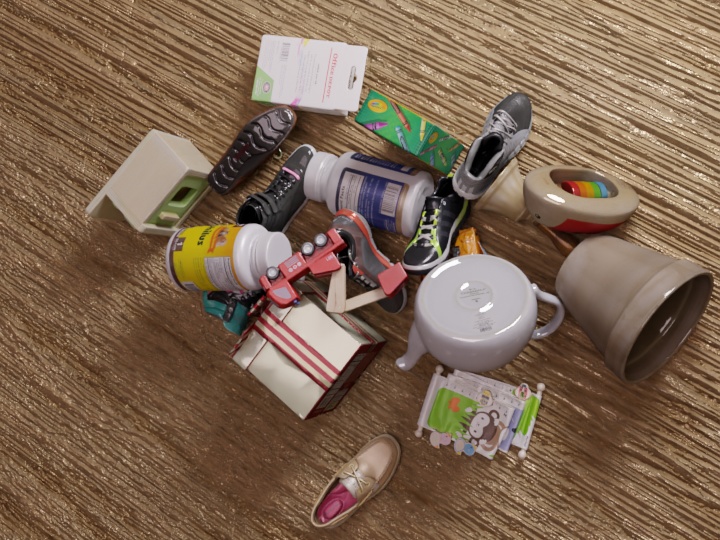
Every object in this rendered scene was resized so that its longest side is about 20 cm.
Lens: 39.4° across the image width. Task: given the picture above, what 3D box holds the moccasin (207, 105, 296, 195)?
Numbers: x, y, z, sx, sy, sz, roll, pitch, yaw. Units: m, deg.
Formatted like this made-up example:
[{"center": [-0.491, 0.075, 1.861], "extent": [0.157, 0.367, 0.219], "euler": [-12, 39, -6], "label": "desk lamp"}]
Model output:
[{"center": [-0.182, -0.210, 1.748], "extent": [0.074, 0.078, 0.202], "euler": [42, 114, 3], "label": "moccasin"}]

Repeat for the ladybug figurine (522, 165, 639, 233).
[{"center": [0.333, -0.104, 1.528], "extent": [0.136, 0.199, 0.072], "euler": [-115, 34, -49], "label": "ladybug figurine"}]

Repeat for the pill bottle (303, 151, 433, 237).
[{"center": [0.012, -0.132, 1.660], "extent": [0.199, 0.111, 0.112], "euler": [17, 94, 19], "label": "pill bottle"}]

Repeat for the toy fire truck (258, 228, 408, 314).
[{"center": [-0.041, 0.016, 1.552], "extent": [0.200, 0.049, 0.141], "euler": [-34, 80, 0], "label": "toy fire truck"}]

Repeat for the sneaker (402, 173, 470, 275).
[{"center": [0.110, -0.078, 1.591], "extent": [0.071, 0.200, 0.083], "euler": [0, 132, 32], "label": "sneaker"}]

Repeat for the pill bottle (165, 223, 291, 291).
[{"center": [-0.217, -0.021, 1.668], "extent": [0.199, 0.109, 0.110], "euler": [-1, 88, 28], "label": "pill bottle"}]

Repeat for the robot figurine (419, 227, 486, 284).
[{"center": [0.160, 0.038, 1.630], "extent": [0.144, 0.058, 0.201], "euler": [-11, 84, 19], "label": "robot figurine"}]

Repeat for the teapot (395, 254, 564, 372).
[{"center": [0.179, 0.082, 1.522], "extent": [0.199, 0.146, 0.198], "euler": [22, 56, 27], "label": "teapot"}]

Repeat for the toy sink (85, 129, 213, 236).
[{"center": [-0.365, -0.133, 1.786], "extent": [0.200, 0.130, 0.112], "euler": [-46, 75, 12], "label": "toy sink"}]

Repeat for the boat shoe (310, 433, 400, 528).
[{"center": [-0.010, 0.358, 1.674], "extent": [0.074, 0.069, 0.200], "euler": [41, 101, 16], "label": "boat shoe"}]

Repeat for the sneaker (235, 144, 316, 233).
[{"center": [-0.142, -0.130, 1.722], "extent": [0.071, 0.099, 0.201], "euler": [33, 98, 19], "label": "sneaker"}]

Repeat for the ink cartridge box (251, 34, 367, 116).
[{"center": [-0.077, -0.331, 1.722], "extent": [0.199, 0.067, 0.118], "euler": [11, 92, 21], "label": "ink cartridge box"}]

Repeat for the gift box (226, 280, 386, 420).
[{"center": [-0.100, 0.131, 1.654], "extent": [0.187, 0.184, 0.200], "euler": [41, 95, 14], "label": "gift box"}]

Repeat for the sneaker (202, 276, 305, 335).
[{"center": [-0.192, 0.051, 1.730], "extent": [0.199, 0.084, 0.121], "euler": [-1, 73, 27], "label": "sneaker"}]

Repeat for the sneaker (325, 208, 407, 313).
[{"center": [0.000, 0.000, 1.642], "extent": [0.077, 0.082, 0.200], "euler": [-16, 114, 44], "label": "sneaker"}]

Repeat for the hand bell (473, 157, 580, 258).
[{"center": [0.287, -0.075, 1.586], "extent": [0.200, 0.104, 0.104], "euler": [40, 101, 5], "label": "hand bell"}]

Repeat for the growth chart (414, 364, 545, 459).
[{"center": [0.191, 0.234, 1.635], "extent": [0.199, 0.018, 0.146], "euler": [11, 93, 20], "label": "growth chart"}]

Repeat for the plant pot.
[{"center": [0.392, 0.037, 1.494], "extent": [0.173, 0.200, 0.200], "euler": [42, 102, 33], "label": "plant pot"}]

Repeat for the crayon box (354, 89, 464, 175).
[{"center": [0.081, -0.216, 1.592], "extent": [0.118, 0.200, 0.058], "euler": [32, 97, 18], "label": "crayon box"}]

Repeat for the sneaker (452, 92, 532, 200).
[{"center": [0.218, -0.206, 1.563], "extent": [0.075, 0.116, 0.201], "euler": [30, 78, 4], "label": "sneaker"}]
